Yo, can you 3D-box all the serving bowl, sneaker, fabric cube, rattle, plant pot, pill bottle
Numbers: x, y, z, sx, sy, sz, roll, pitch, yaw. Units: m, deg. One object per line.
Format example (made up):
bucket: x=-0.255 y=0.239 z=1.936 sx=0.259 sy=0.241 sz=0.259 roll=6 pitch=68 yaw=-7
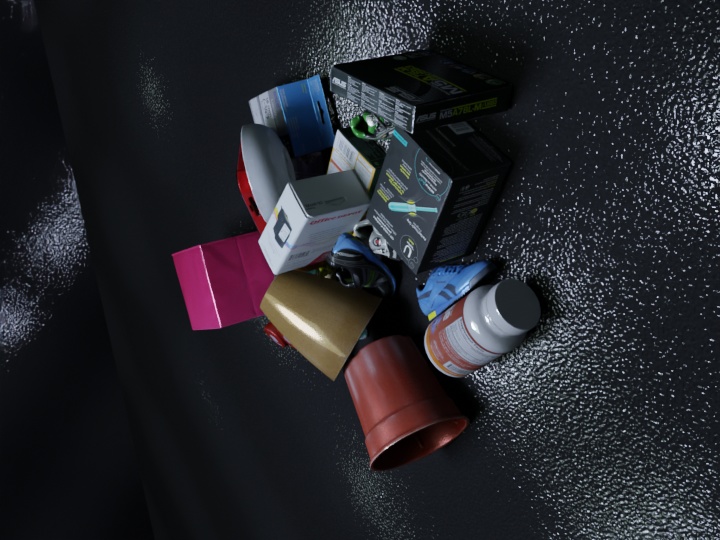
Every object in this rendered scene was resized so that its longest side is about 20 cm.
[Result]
serving bowl: x=-0.167 y=-0.190 z=1.476 sx=0.200 sy=0.066 sz=0.200 roll=-14 pitch=-90 yaw=-85
sneaker: x=0.059 y=-0.253 z=1.290 sx=0.200 sy=0.085 sz=0.078 roll=-11 pitch=97 yaw=56
fabric cube: x=-0.317 y=0.023 z=1.880 sx=0.196 sy=0.200 sz=0.200 roll=-12 pitch=94 yaw=58
sneaker: x=0.065 y=-0.048 z=1.382 sx=0.200 sy=0.088 sz=0.074 roll=26 pitch=125 yaw=46
rattle: x=-0.067 y=0.065 z=1.590 sx=0.130 sy=0.143 sz=0.200 roll=15 pitch=113 yaw=36
sneaker: x=0.000 y=0.000 z=1.441 sx=0.071 sy=0.083 sz=0.200 roll=45 pitch=-177 yaw=39
plant pot: x=-0.088 y=0.085 z=1.501 sx=0.200 sy=0.186 sz=0.186 roll=30 pitch=138 yaw=4
pill bottle: x=0.196 y=0.091 z=1.232 sx=0.112 sy=0.112 sz=0.200 roll=63 pitch=146 yaw=13
sneaker: x=0.153 y=0.019 z=1.300 sx=0.079 sy=0.066 sz=0.200 roll=62 pitch=147 yaw=10
plant pot: x=0.071 y=0.239 z=1.435 sx=0.195 sy=0.200 sz=0.201 roll=64 pitch=147 yaw=27

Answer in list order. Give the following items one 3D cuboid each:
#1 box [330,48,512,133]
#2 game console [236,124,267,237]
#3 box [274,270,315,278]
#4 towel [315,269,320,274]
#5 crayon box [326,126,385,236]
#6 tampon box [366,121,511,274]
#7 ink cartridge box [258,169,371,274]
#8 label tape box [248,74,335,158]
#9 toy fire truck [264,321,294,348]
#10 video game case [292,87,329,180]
box: x=0.088 y=-0.271 z=1.137 sx=0.200 sy=0.193 sz=0.048 roll=38 pitch=134 yaw=42
game console: x=-0.204 y=-0.165 z=1.534 sx=0.200 sy=0.031 sz=0.177 roll=71 pitch=-172 yaw=-48
box: x=-0.133 y=-0.053 z=1.627 sx=0.082 sy=0.049 sz=0.200 roll=27 pitch=121 yaw=37
towel: x=-0.146 y=-0.034 z=1.740 sx=0.200 sy=0.048 sz=0.172 roll=1 pitch=104 yaw=56
crayon box: x=-0.013 y=-0.159 z=1.473 sx=0.126 sy=0.052 sz=0.200 roll=50 pitch=141 yaw=29
tampon box: x=0.119 y=-0.125 z=1.225 sx=0.150 sy=0.126 sz=0.200 roll=51 pitch=143 yaw=29
ink cartridge box: x=-0.088 y=-0.090 z=1.436 sx=0.083 sy=0.146 sz=0.200 roll=61 pitch=145 yaw=19
label tape box: x=-0.142 y=-0.300 z=1.550 sx=0.200 sy=0.063 sz=0.144 roll=-3 pitch=103 yaw=57
toy fire truck: x=-0.105 y=0.147 z=1.702 sx=0.168 sy=0.112 sz=0.200 roll=47 pitch=160 yaw=-18
video game case: x=-0.118 y=-0.279 z=1.601 sx=0.143 sy=0.019 sz=0.200 roll=15 pitch=118 yaw=53
